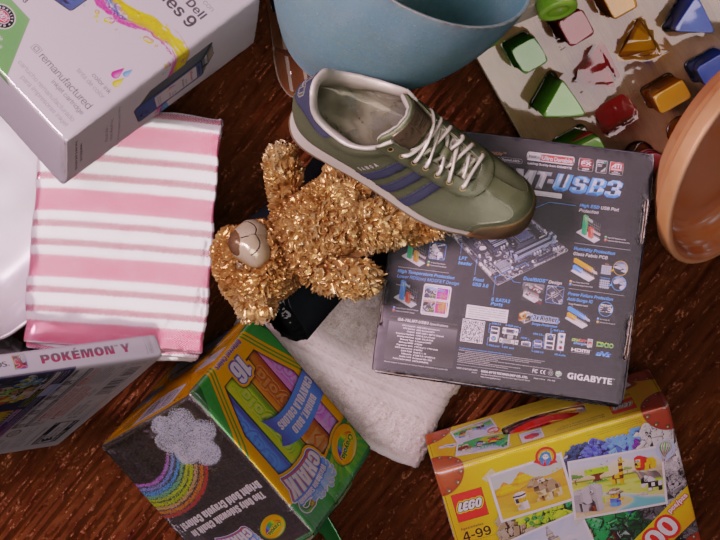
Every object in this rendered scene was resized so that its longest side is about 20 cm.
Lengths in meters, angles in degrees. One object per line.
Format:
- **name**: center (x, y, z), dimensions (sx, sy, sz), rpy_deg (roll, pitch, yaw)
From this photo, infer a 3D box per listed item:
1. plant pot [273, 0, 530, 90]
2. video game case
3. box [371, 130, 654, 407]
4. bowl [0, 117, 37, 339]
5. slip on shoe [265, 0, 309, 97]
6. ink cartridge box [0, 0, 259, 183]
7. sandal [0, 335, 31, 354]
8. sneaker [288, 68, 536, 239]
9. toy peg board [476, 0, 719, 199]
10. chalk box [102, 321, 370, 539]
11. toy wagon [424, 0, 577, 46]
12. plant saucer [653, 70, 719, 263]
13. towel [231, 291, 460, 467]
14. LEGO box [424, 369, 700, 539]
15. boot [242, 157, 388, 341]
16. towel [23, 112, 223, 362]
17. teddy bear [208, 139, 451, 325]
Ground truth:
- **plant pot**: center (0.012, -0.211, 1.592), dimensions (0.200, 0.200, 0.135), rpy_deg (30, 129, -7)
- **video game case**: center (-0.279, 0.107, 1.650), dimensions (0.182, 0.200, 0.023), rpy_deg (-7, 70, -38)
- **box**: center (0.120, -0.004, 1.634), dimensions (0.200, 0.050, 0.199), rpy_deg (7, 85, 7)
- **bowl**: center (-0.298, -0.070, 1.703), dimensions (0.200, 0.075, 0.200), rpy_deg (-44, 100, 6)
- **slip on shoe**: center (-0.039, -0.240, 1.693), dimensions (0.061, 0.076, 0.200), rpy_deg (-12, 94, -40)
- **ink cartridge box**: center (-0.198, -0.189, 1.621), dimensions (0.200, 0.088, 0.145), rpy_deg (-38, 79, -21)
- **sandal**: center (-0.348, 0.063, 1.724), dimensions (0.202, 0.082, 0.050), rpy_deg (25, 109, 10)
- **sneaker**: center (0.038, -0.089, 1.539), dimensions (0.200, 0.090, 0.067), rpy_deg (26, 72, 6)
- **toy peg board**: center (0.221, -0.153, 1.698), dimensions (0.199, 0.098, 0.200), rpy_deg (-30, 101, 3)
- **chalk box**: center (-0.085, 0.162, 1.709), dimensions (0.125, 0.124, 0.200), rpy_deg (-31, 104, 38)
- **toy wagon**: center (0.090, -0.253, 1.672), dimensions (0.200, 0.040, 0.155), rpy_deg (-21, 71, 24)
- **plant saucer**: center (0.297, -0.099, 1.656), dimensions (0.037, 0.200, 0.200), rpy_deg (38, 99, 31)
- **towel**: center (-0.009, 0.068, 1.761), dimensions (0.200, 0.034, 0.133), rpy_deg (27, 99, -7)
- **LEGO box**: center (0.171, 0.188, 1.757), dimensions (0.200, 0.077, 0.149), rpy_deg (-17, 111, 0)
- **boot**: center (0.000, 0.000, 1.699), dimensions (0.200, 0.076, 0.168), rpy_deg (42, 71, -3)
- **towel**: center (-0.189, -0.030, 1.667), dimensions (0.146, 0.030, 0.200), rpy_deg (5, 97, -6)
- **teddy bear**: center (-0.026, -0.038, 1.601), dimensions (0.200, 0.067, 0.145), rpy_deg (-9, 80, 9)
